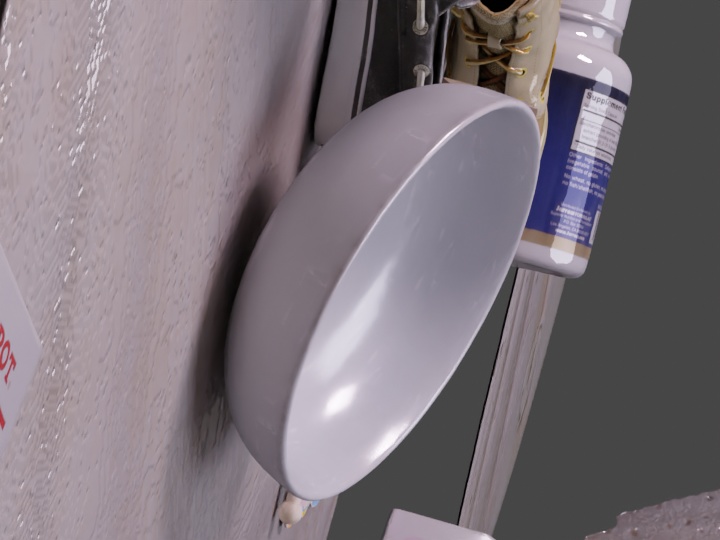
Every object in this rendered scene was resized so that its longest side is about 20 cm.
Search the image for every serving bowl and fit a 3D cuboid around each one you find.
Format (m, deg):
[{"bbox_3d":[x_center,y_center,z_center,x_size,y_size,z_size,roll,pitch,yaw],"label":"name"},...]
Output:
[{"bbox_3d":[0.000,0.000,1.082,0.200,0.066,0.200,-48,156,-29],"label":"serving bowl"}]

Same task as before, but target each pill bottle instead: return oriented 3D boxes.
[{"bbox_3d":[0.125,-0.103,1.695,0.111,0.111,0.200,29,75,-82],"label":"pill bottle"}]

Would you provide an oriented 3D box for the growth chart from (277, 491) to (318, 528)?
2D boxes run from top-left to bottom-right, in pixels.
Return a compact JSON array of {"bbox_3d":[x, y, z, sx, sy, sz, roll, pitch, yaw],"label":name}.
[{"bbox_3d":[-0.010,0.070,1.402,0.200,0.018,0.145,-29,133,-78],"label":"growth chart"}]

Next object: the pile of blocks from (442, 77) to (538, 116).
[{"bbox_3d":[0.044,-0.028,1.233,0.200,0.062,0.082,129,-27,-63],"label":"pile of blocks"}]

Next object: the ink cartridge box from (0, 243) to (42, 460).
[{"bbox_3d":[-0.114,0.035,0.437,0.116,0.067,0.200,84,21,-65],"label":"ink cartridge box"}]

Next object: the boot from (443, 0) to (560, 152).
[{"bbox_3d":[0.082,-0.134,1.476,0.155,0.073,0.200,21,81,-82],"label":"boot"}]

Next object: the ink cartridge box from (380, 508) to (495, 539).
[{"bbox_3d":[0.095,0.279,1.820,0.057,0.200,0.163,90,16,-53],"label":"ink cartridge box"}]

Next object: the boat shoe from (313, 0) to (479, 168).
[{"bbox_3d":[0.028,-0.143,1.118,0.071,0.064,0.200,-60,162,-63],"label":"boat shoe"}]
